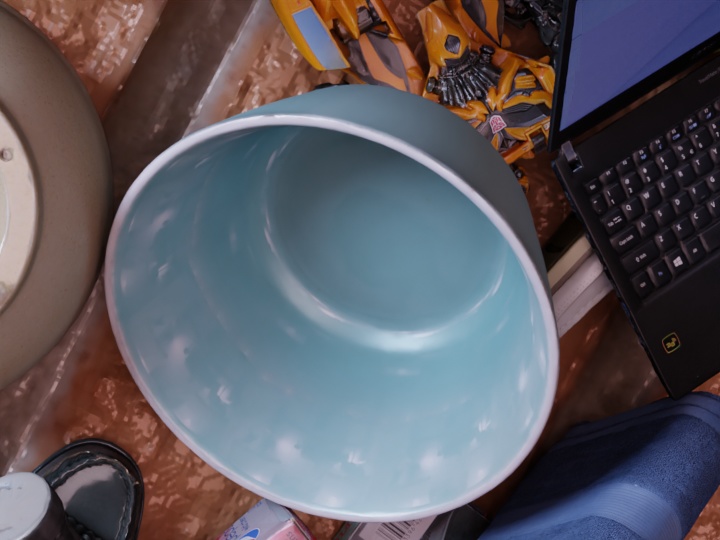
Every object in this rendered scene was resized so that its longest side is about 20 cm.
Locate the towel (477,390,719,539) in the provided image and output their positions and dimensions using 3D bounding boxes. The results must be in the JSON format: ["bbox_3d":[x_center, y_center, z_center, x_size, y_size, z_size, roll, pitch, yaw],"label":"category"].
[{"bbox_3d":[0.091,0.132,0.832,0.049,0.111,0.200,55,49,-9],"label":"towel"}]

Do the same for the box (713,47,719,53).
[{"bbox_3d":[0.136,-0.199,0.882,0.069,0.064,0.202,-14,99,-11],"label":"box"}]

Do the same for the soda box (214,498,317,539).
[{"bbox_3d":[-0.001,0.202,0.865,0.070,0.063,0.200,-39,100,-5],"label":"soda box"}]

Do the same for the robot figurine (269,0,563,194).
[{"bbox_3d":[0.027,-0.118,0.866,0.144,0.058,0.201,-32,101,-7],"label":"robot figurine"}]

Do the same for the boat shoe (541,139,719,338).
[{"bbox_3d":[0.157,-0.032,0.896,0.200,0.075,0.068,-44,97,-7],"label":"boat shoe"}]

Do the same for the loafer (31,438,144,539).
[{"bbox_3d":[-0.159,0.170,0.847,0.072,0.063,0.201,35,87,-14],"label":"loafer"}]

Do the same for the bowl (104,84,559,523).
[{"bbox_3d":[0.000,0.000,0.823,0.199,0.105,0.202,10,123,15],"label":"bowl"}]

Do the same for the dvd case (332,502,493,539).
[{"bbox_3d":[0.055,0.204,0.921,0.199,0.022,0.146,37,86,-14],"label":"dvd case"}]

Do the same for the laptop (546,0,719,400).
[{"bbox_3d":[0.181,-0.069,0.815,0.177,0.103,0.201,-31,101,-14],"label":"laptop"}]

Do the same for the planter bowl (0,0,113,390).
[{"bbox_3d":[-0.197,-0.028,0.785,0.198,0.135,0.202,-1,96,-12],"label":"planter bowl"}]

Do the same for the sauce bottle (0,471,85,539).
[{"bbox_3d":[-0.110,0.166,0.815,0.064,0.065,0.201,-34,131,-8],"label":"sauce bottle"}]
